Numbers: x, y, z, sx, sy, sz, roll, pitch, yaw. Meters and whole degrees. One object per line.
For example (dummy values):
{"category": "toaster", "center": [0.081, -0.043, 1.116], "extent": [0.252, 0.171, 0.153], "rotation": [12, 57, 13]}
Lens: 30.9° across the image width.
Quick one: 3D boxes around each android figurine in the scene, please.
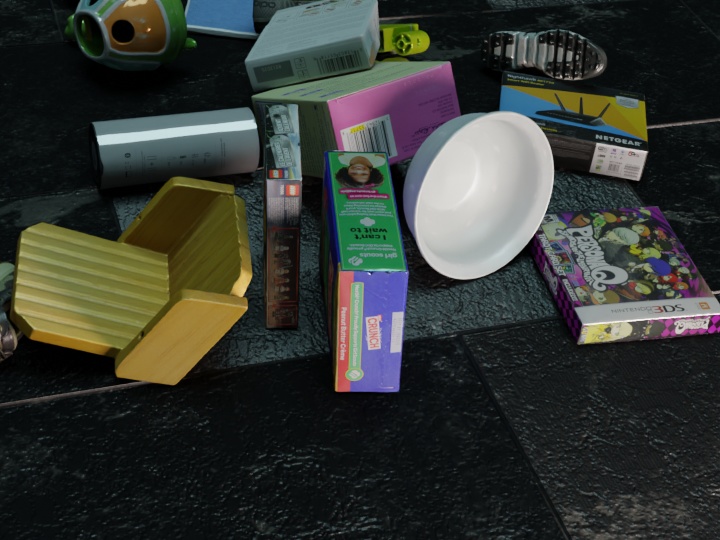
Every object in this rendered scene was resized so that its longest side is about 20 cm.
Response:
{"category": "android figurine", "center": [0.006, -0.316, 1.799], "extent": [0.180, 0.042, 0.200], "rotation": [2, 12, 25]}

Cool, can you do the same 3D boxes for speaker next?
{"category": "speaker", "center": [-0.224, -0.149, 1.580], "extent": [0.198, 0.082, 0.082], "rotation": [-9, 43, -18]}

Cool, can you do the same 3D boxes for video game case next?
{"category": "video game case", "center": [0.304, 0.002, 1.530], "extent": [0.179, 0.036, 0.201], "rotation": [-3, 41, -14]}

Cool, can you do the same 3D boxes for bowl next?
{"category": "bowl", "center": [0.120, -0.100, 1.509], "extent": [0.199, 0.203, 0.090], "rotation": [-18, 33, -28]}

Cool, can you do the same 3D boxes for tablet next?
{"category": "tablet", "center": [-0.189, -0.402, 1.936], "extent": [0.129, 0.014, 0.201], "rotation": [7, 41, -3]}

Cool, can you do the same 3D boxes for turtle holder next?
{"category": "turtle holder", "center": [-0.319, -0.340, 1.742], "extent": [0.131, 0.142, 0.185], "rotation": [-29, 53, -35]}

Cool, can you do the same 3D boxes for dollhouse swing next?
{"category": "dollhouse swing", "center": [-0.237, -0.014, 1.344], "extent": [0.175, 0.182, 0.201], "rotation": [29, 30, -29]}

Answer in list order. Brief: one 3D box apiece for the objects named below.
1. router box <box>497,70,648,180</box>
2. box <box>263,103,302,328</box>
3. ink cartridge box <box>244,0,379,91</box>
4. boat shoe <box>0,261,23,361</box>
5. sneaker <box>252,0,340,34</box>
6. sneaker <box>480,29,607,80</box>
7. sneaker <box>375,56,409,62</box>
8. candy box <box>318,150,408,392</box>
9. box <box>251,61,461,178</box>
{"category": "router box", "center": [0.280, -0.196, 1.744], "extent": [0.198, 0.051, 0.150], "rotation": [10, 38, 2]}
{"category": "box", "center": [-0.085, -0.057, 1.403], "extent": [0.039, 0.202, 0.138], "rotation": [-1, 40, -5]}
{"category": "ink cartridge box", "center": [-0.052, -0.301, 1.686], "extent": [0.160, 0.051, 0.200], "rotation": [-9, 25, 15]}
{"category": "boat shoe", "center": [-0.376, 0.061, 1.313], "extent": [0.064, 0.074, 0.201], "rotation": [11, 40, 11]}
{"category": "sneaker", "center": [-0.082, -0.363, 1.870], "extent": [0.073, 0.088, 0.199], "rotation": [22, 16, 42]}
{"category": "sneaker", "center": [0.270, -0.303, 1.828], "extent": [0.199, 0.067, 0.090], "rotation": [13, 12, 41]}
{"category": "sneaker", "center": [0.008, -0.248, 1.741], "extent": [0.075, 0.077, 0.200], "rotation": [28, 43, 25]}
{"category": "candy box", "center": [0.000, 0.000, 1.375], "extent": [0.076, 0.170, 0.201], "rotation": [-2, 41, -7]}
{"category": "box", "center": [-0.006, -0.184, 1.577], "extent": [0.175, 0.098, 0.199], "rotation": [-21, 19, -27]}
